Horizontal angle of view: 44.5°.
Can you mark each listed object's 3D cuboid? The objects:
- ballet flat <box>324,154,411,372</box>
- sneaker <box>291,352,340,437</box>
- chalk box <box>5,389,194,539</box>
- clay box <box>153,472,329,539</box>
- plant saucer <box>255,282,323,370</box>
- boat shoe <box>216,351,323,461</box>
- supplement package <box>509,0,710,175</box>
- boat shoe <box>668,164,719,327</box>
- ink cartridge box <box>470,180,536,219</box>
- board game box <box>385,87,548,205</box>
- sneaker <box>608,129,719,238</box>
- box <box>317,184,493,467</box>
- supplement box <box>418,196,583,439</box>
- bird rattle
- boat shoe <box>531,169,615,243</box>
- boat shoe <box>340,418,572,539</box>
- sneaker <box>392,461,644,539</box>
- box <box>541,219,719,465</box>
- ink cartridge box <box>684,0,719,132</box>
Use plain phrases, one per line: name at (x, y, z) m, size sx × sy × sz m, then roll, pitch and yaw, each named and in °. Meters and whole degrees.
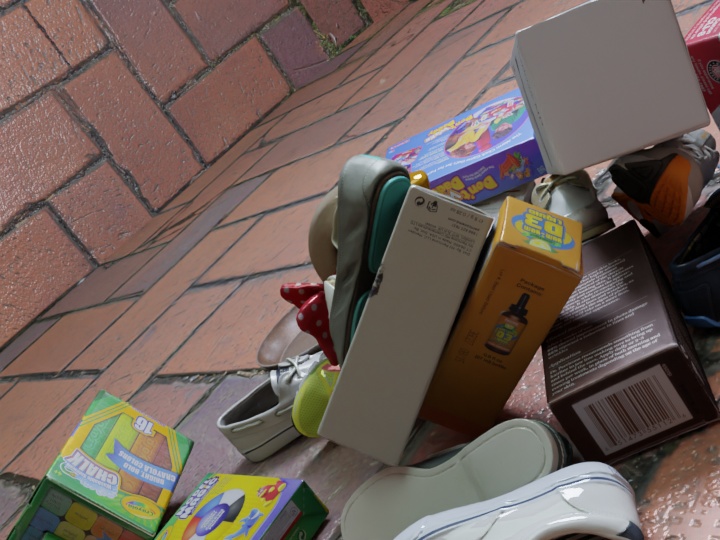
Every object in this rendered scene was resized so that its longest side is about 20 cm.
ballet flat at (0.000, 0.000, 0.747) m, size 0.063 × 0.202 × 0.067 m, roll 24°, pitch 26°, yaw 37°
sneaker at (0.017, 0.109, 0.843) m, size 0.199 × 0.078 × 0.091 m, roll -32°, pitch 21°, yaw 12°
chalk box at (-0.273, 0.245, 0.906) m, size 0.124 × 0.124 × 0.200 m, roll -53°, pitch 11°, yaw 23°
clay box at (-0.129, 0.247, 0.816) m, size 0.199 × 0.048 × 0.115 m, roll -12°, pitch 31°, yaw 49°
plant saucer at (-0.035, 0.057, 1.039) m, size 0.199 × 0.035 × 0.201 m, roll -34°, pitch 15°, yaw 10°
boat shoe at (-0.069, 0.125, 0.934) m, size 0.199 × 0.066 × 0.072 m, roll -36°, pitch 28°, yaw 21°
supplement package at (0.198, -0.153, 0.738) m, size 0.116 × 0.118 × 0.200 m, roll -19°, pitch 3°, yaw 10°
boat shoe at (0.310, -0.042, 0.693) m, size 0.084 × 0.069 × 0.200 m, roll -11°, pitch 31°, yaw 51°
ink cartridge box at (0.128, -0.032, 0.942) m, size 0.114 × 0.068 × 0.201 m, roll -3°, pitch 41°, yaw 38°
board game box at (0.113, -0.123, 0.972) m, size 0.198 × 0.045 × 0.135 m, roll -21°, pitch 30°, yaw 28°
sneaker at (0.267, -0.090, 0.752) m, size 0.092 × 0.076 × 0.200 m, roll -48°, pitch -10°, yaw 7°
box at (0.035, 0.039, 0.678) m, size 0.082 × 0.068 × 0.202 m, roll -38°, pitch -31°, yaw -84°
supplement box at (0.105, 0.043, 0.690) m, size 0.069 × 0.066 × 0.201 m, roll -68°, pitch -1°, yaw -47°
bird rattle at (0.015, -0.014, 0.813) m, size 0.198 × 0.164 × 0.113 m, roll -9°, pitch 30°, yaw 15°
boat shoe at (0.195, -0.059, 0.846) m, size 0.074 × 0.069 × 0.200 m, roll -23°, pitch 3°, yaw 9°
boat shoe at (0.071, 0.169, 0.662) m, size 0.199 × 0.073 × 0.062 m, roll -34°, pitch -26°, yaw 28°
sneaker at (0.082, 0.187, 0.549) m, size 0.199 × 0.073 × 0.071 m, roll -32°, pitch 16°, yaw 12°
box at (0.195, 0.050, 0.677) m, size 0.100 × 0.075 × 0.201 m, roll -29°, pitch 22°, yaw 22°
ink cartridge box at (0.412, -0.191, 0.746) m, size 0.145 × 0.146 × 0.199 m, roll -45°, pitch 20°, yaw -24°
